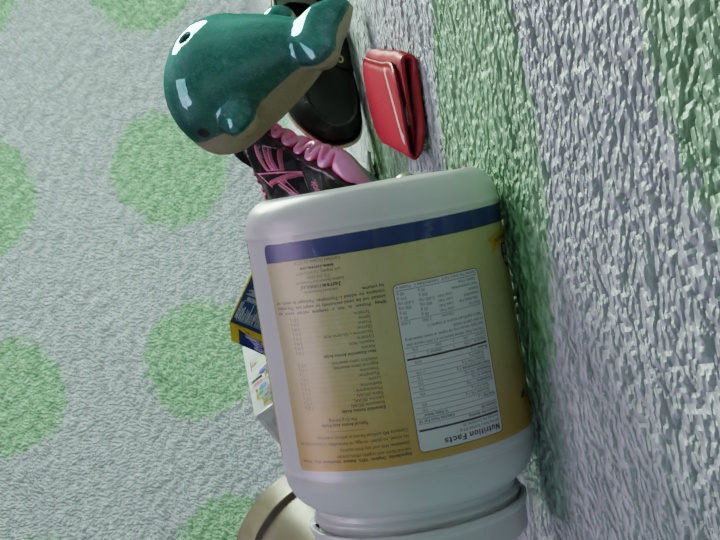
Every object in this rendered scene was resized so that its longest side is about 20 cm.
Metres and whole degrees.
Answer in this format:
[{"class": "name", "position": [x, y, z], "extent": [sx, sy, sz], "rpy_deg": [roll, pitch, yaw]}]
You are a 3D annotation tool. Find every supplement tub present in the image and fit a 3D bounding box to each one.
[{"class": "supplement tub", "position": [0.019, 0.052, 0.775], "extent": [0.144, 0.143, 0.202], "rpy_deg": [-151, 51, -83]}]

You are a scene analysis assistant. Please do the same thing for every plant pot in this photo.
[{"class": "plant pot", "position": [-0.015, 0.326, 1.485], "extent": [0.173, 0.198, 0.202], "rpy_deg": [-149, 48, -62]}]

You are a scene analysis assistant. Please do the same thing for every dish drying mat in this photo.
[{"class": "dish drying mat", "position": [0.023, -0.130, 1.066], "extent": [0.200, 0.018, 0.078], "rpy_deg": [-128, 28, -78]}]

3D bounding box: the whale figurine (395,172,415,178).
[{"class": "whale figurine", "position": [0.031, 0.031, 0.979], "extent": [0.160, 0.103, 0.201], "rpy_deg": [57, 137, 44]}]

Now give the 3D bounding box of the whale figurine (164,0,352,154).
[{"class": "whale figurine", "position": [-0.098, -0.190, 1.250], "extent": [0.104, 0.199, 0.160], "rpy_deg": [39, -131, -28]}]

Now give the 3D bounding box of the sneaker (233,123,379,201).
[{"class": "sneaker", "position": [-0.069, -0.080, 1.311], "extent": [0.079, 0.096, 0.199], "rpy_deg": [32, 176, -41]}]

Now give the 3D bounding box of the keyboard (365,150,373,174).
[{"class": "keyboard", "position": [0.010, -0.042, 1.387], "extent": [0.201, 0.011, 0.057], "rpy_deg": [92, 167, -62]}]

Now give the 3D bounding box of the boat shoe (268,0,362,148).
[{"class": "boat shoe", "position": [-0.046, -0.204, 1.343], "extent": [0.063, 0.073, 0.203], "rpy_deg": [101, 156, -54]}]

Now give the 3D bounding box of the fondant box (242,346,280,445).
[{"class": "fondant box", "position": [-0.042, 0.088, 1.415], "extent": [0.058, 0.144, 0.200], "rpy_deg": [52, -176, -17]}]

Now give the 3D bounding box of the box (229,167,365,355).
[{"class": "box", "position": [-0.060, -0.016, 1.373], "extent": [0.070, 0.064, 0.201], "rpy_deg": [98, -164, -70]}]
